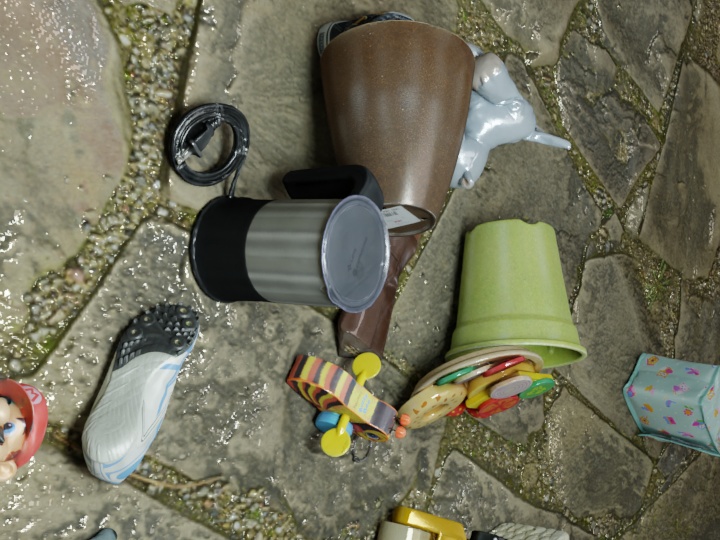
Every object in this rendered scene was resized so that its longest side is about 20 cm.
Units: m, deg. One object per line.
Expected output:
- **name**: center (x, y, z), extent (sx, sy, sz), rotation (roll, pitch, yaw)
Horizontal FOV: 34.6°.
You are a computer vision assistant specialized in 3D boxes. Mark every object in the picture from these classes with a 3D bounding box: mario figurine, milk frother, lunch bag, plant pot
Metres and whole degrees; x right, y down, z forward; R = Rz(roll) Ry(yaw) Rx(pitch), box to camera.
- **mario figurine**: center (-0.338, 0.141, 0.940), extent (0.199, 0.105, 0.126), rotation (-30, 114, -47)
- **milk frother**: center (-0.088, -0.067, 1.195), extent (0.200, 0.186, 0.183), rotation (40, 60, -47)
- **lunch bag**: center (0.605, 0.268, 2.173), extent (0.122, 0.169, 0.202), rotation (-51, 132, -31)
- **plant pot**: center (0.215, 0.033, 1.634), extent (0.199, 0.198, 0.188), rotation (20, 65, -52)
- **plant pot**: center (0.041, -0.150, 1.332), extent (0.186, 0.185, 0.203), rotation (30, 55, -50)

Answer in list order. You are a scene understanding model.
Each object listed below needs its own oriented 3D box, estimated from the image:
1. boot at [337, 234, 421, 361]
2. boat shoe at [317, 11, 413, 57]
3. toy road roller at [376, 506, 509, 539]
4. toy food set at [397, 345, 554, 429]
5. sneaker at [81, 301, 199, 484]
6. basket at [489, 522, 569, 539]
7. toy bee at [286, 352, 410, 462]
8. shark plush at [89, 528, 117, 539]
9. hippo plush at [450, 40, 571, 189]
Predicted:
- **boot**: center (0.000, 0.000, 1.432), extent (0.186, 0.064, 0.203), rotation (40, 65, -45)
- **boat shoe**: center (0.040, -0.285, 1.435), extent (0.199, 0.090, 0.072), rotation (-22, 110, -51)
- **toy road roller**: center (0.098, 0.403, 1.560), extent (0.197, 0.146, 0.125), rotation (19, 74, -14)
- **toy food set**: center (0.157, 0.158, 1.548), extent (0.198, 0.197, 0.049), rotation (11, 53, -46)
- **sneaker**: center (-0.217, 0.117, 1.144), extent (0.073, 0.071, 0.202), rotation (102, 10, -54)
- **basket**: center (0.222, 0.465, 1.695), extent (0.199, 0.134, 0.126), rotation (-18, 104, -52)
- **toy bee**: center (0.004, 0.165, 1.403), extent (0.199, 0.107, 0.133), rotation (23, 72, -52)
- **shark plush**: center (-0.259, 0.297, 1.071), extent (0.199, 0.082, 0.093), rotation (9, 85, -53)
- **hippo plush**: center (0.145, -0.195, 1.577), extent (0.161, 0.159, 0.200), rotation (-47, 118, -2)
